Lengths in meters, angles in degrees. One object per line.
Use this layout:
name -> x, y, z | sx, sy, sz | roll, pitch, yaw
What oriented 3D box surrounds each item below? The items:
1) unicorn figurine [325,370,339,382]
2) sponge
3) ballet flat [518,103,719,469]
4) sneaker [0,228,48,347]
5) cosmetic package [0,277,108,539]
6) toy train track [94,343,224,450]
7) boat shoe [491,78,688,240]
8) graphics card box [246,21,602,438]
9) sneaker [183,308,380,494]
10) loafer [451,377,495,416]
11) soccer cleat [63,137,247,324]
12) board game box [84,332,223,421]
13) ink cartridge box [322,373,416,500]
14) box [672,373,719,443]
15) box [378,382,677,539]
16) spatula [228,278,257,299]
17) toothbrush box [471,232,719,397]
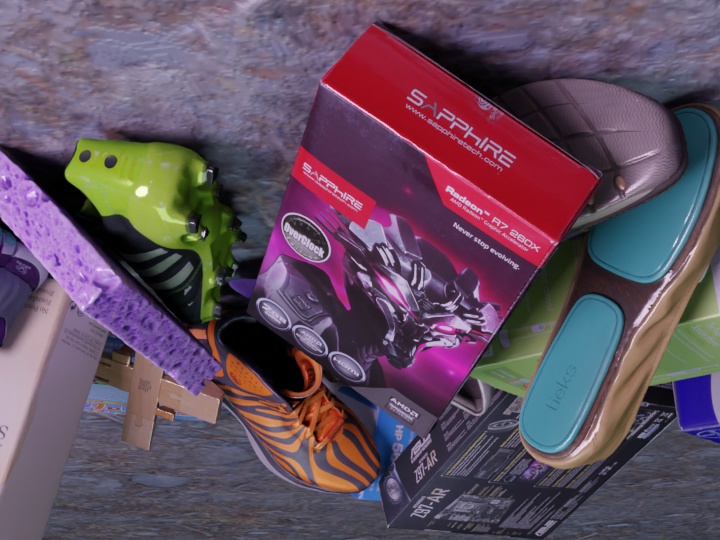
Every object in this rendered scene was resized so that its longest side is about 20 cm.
unicorn figurine -> 0.036, 0.061, 0.924 | 0.199, 0.075, 0.137 | -4, 168, -46
sponge -> -0.151, 0.007, 0.709 | 0.030, 0.111, 0.200 | -45, 160, -7
ballet flat -> 0.144, 0.011, 0.629 | 0.063, 0.201, 0.069 | 15, -165, -44
sneaker -> -0.248, 0.001, 0.678 | 0.074, 0.088, 0.200 | 15, 167, 24
cosmetic package -> -0.249, 0.103, 0.793 | 0.103, 0.202, 0.073 | 10, 164, 18
toy train track -> -0.193, 0.063, 0.891 | 0.198, 0.033, 0.116 | 19, 121, 5
boat shoe -> 0.085, -0.048, 0.616 | 0.073, 0.075, 0.199 | 4, 172, -42
graphics card box -> 0.020, -0.009, 0.589 | 0.125, 0.051, 0.200 | 35, 146, 6
sneaker -> -0.045, 0.102, 0.893 | 0.200, 0.078, 0.112 | 40, 157, -20
loafer -> 0.024, 0.024, 0.750 | 0.070, 0.070, 0.199 | -28, 131, 34
soccer cleat -> -0.114, -0.024, 0.690 | 0.080, 0.068, 0.200 | 16, 161, 6
board game box -> -0.176, 0.088, 1.026 | 0.150, 0.037, 0.200 | 8, 158, -21
ink cartridge box -> 0.061, 0.154, 1.080 | 0.198, 0.085, 0.146 | 10, -179, -27
box -> 0.357, 0.068, 0.882 | 0.199, 0.106, 0.183 | -17, 155, 37
box -> 0.128, 0.138, 0.938 | 0.159, 0.044, 0.200 | 10, 135, -27
spatula -> 0.000, 0.000, 0.800 | 0.199, 0.021, 0.056 | -16, 149, 27
toothbrush box -> 0.173, 0.016, 0.736 | 0.198, 0.087, 0.145 | -14, 160, 27
